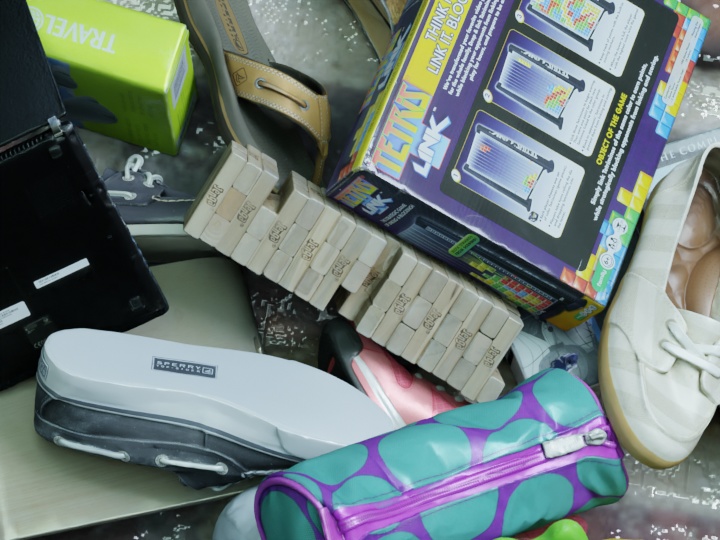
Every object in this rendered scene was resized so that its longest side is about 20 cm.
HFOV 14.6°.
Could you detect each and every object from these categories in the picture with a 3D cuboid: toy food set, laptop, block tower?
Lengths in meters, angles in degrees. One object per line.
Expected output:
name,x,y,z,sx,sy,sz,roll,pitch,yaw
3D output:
toy food set,-0.146,0.081,1.611,0.199,0.060,0.144,-11,70,-11
laptop,-0.229,-0.041,1.569,0.176,0.103,0.201,-25,115,5
block tower,0.000,0.000,1.577,0.199,0.054,0.058,32,100,-10

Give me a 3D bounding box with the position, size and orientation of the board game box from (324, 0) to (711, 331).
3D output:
board game box,0.092,-0.093,1.597,0.165,0.057,0.201,29,65,-12

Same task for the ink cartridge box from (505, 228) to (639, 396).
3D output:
ink cartridge box,0.108,-0.022,1.649,0.099,0.039,0.201,-22,75,-6

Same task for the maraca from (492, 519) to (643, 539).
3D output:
maraca,0.128,0.197,1.524,0.137,0.199,0.107,-49,34,22

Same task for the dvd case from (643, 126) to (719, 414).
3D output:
dvd case,0.257,0.004,1.652,0.145,0.022,0.201,-17,74,-6

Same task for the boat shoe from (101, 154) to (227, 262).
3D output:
boat shoe,-0.141,-0.040,1.633,0.198,0.073,0.063,-1,77,4

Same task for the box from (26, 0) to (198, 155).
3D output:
box,-0.196,-0.132,1.632,0.199,0.122,0.048,17,76,4

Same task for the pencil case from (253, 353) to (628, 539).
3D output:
pencil case,0.045,0.116,1.496,0.199,0.092,0.086,-20,86,-29

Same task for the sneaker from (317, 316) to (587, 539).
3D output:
sneaker,0.052,0.103,1.605,0.087,0.074,0.201,-32,80,-24

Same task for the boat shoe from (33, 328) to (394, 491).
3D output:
boat shoe,-0.082,0.088,1.549,0.199,0.068,0.072,11,30,-4

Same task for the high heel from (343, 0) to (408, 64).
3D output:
high heel,-0.011,-0.148,1.661,0.142,0.072,0.201,18,58,-2

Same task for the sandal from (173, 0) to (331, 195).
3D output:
sandal,-0.049,-0.104,1.646,0.054,0.082,0.201,-30,67,22

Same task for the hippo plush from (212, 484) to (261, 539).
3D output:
hippo plush,-0.057,0.200,1.518,0.160,0.159,0.200,-37,77,-10

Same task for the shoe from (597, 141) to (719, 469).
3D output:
shoe,0.176,0.015,1.539,0.070,0.053,0.201,23,54,-15
